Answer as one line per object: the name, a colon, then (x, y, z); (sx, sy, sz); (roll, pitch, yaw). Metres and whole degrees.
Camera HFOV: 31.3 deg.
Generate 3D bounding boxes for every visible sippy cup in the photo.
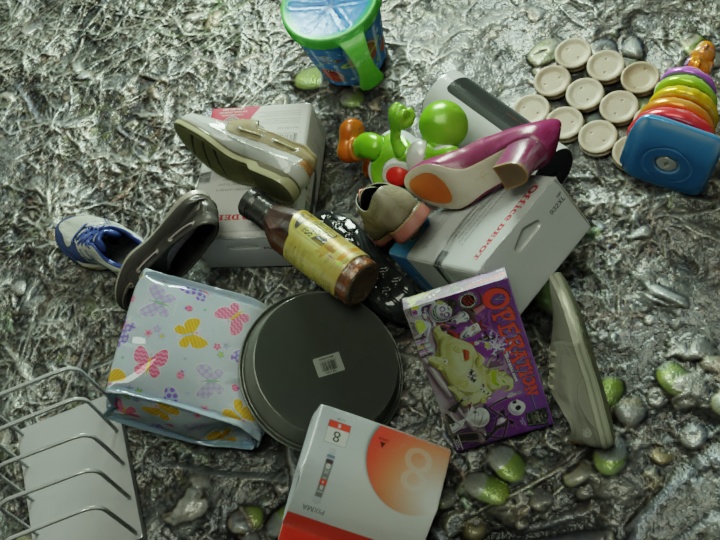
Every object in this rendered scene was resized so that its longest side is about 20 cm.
sippy cup: (-0.025, -0.322, 1.730); (0.138, 0.131, 0.179); (2, 63, 17)

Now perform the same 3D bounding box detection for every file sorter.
file sorter: (-0.357, 0.235, 1.528); (0.138, 0.125, 0.201); (-21, 57, 4)

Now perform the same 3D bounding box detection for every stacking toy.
stacking toy: (0.392, -0.203, 1.545); (0.109, 0.116, 0.201); (20, 61, 9)

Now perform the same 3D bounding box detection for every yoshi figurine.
yoshi figurine: (0.067, -0.164, 1.593); (0.112, 0.113, 0.199); (-33, 26, -33)

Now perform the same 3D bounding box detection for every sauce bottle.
sauce bottle: (-0.067, -0.034, 1.531); (0.199, 0.066, 0.066); (36, 76, 26)

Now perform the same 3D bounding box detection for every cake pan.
cake pan: (-0.042, 0.113, 1.498); (0.198, 0.037, 0.202); (5, 68, -11)

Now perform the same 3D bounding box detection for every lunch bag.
lunch bag: (-0.192, 0.116, 1.542); (0.198, 0.127, 0.171); (13, 63, -5)

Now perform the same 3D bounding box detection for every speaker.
speaker: (0.171, -0.168, 1.614); (0.081, 0.081, 0.200); (-43, 58, -9)

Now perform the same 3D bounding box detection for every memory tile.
memory tile: (0.308, -0.213, 1.633); (0.199, 0.017, 0.154); (28, 73, 29)

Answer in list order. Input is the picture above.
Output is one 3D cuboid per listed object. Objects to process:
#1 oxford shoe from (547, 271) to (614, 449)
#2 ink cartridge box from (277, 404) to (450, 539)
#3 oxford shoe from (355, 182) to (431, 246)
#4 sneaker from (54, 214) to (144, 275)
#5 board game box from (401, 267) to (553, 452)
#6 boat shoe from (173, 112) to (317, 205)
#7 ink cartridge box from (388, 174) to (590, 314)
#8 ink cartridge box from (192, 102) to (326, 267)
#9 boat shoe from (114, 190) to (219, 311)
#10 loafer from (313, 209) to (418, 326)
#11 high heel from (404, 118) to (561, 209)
oxford shoe: (0.230, 0.102, 1.410); (0.057, 0.075, 0.202); (-13, 94, 16)
ink cartridge box: (-0.001, 0.265, 1.401); (0.161, 0.050, 0.201); (20, 62, -8)
oxford shoe: (0.029, -0.078, 1.546); (0.075, 0.200, 0.071); (41, 81, -8)
sneaker: (-0.334, -0.039, 1.695); (0.199, 0.088, 0.076); (21, 71, 27)
board game box: (0.131, 0.101, 1.413); (0.119, 0.201, 0.032); (-20, 27, 4)
boat shoe: (-0.143, -0.152, 1.613); (0.199, 0.075, 0.069); (30, 68, 21)
ink cartridge box: (0.147, -0.037, 1.491); (0.145, 0.084, 0.200); (-49, 26, -13)
ink cartridge box: (-0.131, -0.109, 1.672); (0.144, 0.085, 0.202); (-1, 60, 17)
boat shoe: (-0.241, -0.011, 1.592); (0.200, 0.067, 0.057); (-51, 47, 24)
loafer: (0.000, 0.000, 1.578); (0.068, 0.071, 0.200); (-39, 56, -11)
high heel: (0.139, -0.129, 1.476); (0.199, 0.068, 0.096); (-14, 29, 50)
